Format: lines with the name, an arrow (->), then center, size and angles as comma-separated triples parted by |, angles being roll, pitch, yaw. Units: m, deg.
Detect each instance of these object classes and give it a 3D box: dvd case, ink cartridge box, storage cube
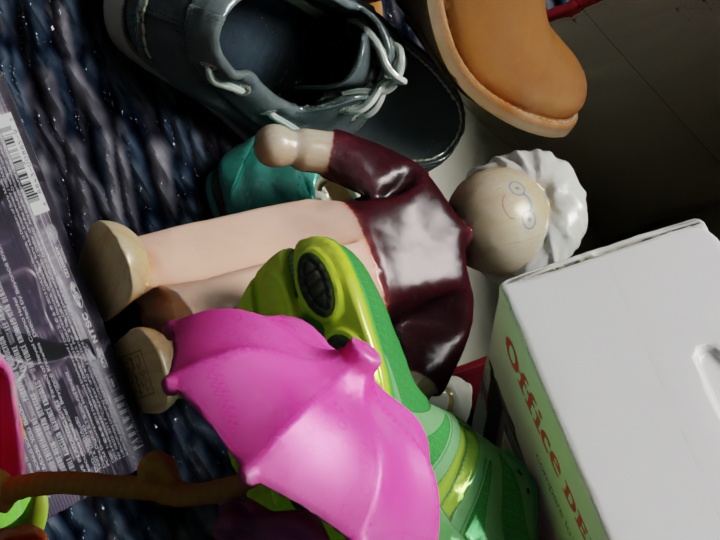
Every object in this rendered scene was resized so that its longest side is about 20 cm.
dvd case -> -0.145, 0.021, 0.971 | 0.200, 0.016, 0.149 | -27, 96, -63
ink cartridge box -> 0.104, 0.094, 1.112 | 0.200, 0.085, 0.148 | 93, -23, -63
storage cube -> 0.143, -0.008, 1.340 | 0.180, 0.171, 0.200 | 40, 38, -45

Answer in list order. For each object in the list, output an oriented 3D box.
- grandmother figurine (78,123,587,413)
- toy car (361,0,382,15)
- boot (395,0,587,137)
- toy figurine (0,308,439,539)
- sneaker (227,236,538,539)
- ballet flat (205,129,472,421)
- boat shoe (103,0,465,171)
grandmother figurine -> 0.000, 0.000, 1.105 | 0.200, 0.061, 0.122 | -18, 95, -30
toy car -> 0.011, -0.180, 1.278 | 0.177, 0.184, 0.201 | 21, 82, -56
boot -> 0.068, -0.154, 1.194 | 0.200, 0.155, 0.077 | 40, 11, -33
toy figurine -> -0.062, 0.089, 0.864 | 0.150, 0.184, 0.201 | -16, 94, -62
sneaker -> 0.013, 0.078, 1.058 | 0.084, 0.074, 0.200 | -43, 115, -53
ballet flat -> 0.003, 0.037, 1.165 | 0.067, 0.070, 0.201 | -19, 88, -63
boat shoe -> -0.016, -0.076, 1.192 | 0.200, 0.062, 0.073 | 24, 88, -47
